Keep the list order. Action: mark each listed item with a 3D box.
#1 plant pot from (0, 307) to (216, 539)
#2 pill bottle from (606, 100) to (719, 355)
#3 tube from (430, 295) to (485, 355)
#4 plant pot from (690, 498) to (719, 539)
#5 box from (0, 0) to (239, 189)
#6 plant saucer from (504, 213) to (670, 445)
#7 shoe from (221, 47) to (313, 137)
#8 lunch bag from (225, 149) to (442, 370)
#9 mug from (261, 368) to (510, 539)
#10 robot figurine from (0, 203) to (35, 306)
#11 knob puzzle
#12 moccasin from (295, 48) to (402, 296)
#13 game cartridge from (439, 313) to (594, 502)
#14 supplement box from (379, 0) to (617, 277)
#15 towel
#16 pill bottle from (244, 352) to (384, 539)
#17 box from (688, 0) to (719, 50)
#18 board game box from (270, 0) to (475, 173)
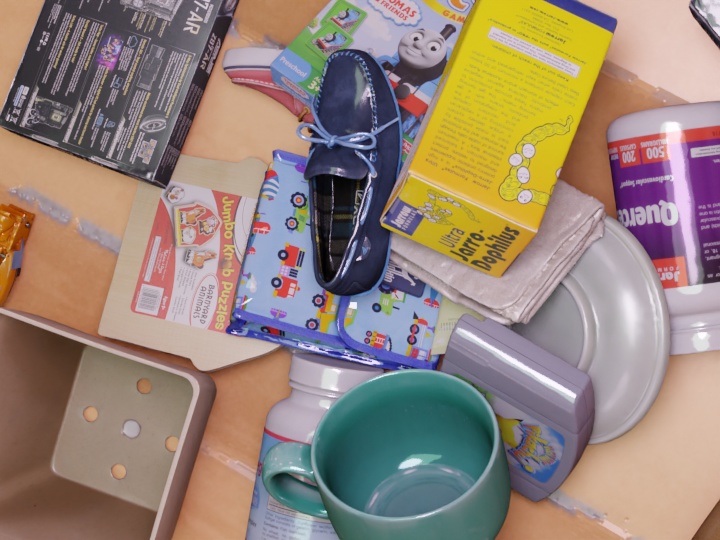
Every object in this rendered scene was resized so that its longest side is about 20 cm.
[{"bbox_3d":[-0.229,0.149,1.649,0.200,0.177,0.200,18,97,13],"label":"plant pot"},{"bbox_3d":[0.269,-0.034,1.550,0.112,0.112,0.200,-8,89,14],"label":"pill bottle"},{"bbox_3d":[0.104,-0.025,1.592,0.052,0.058,0.200,11,76,8],"label":"tube"},{"bbox_3d":[0.373,0.196,1.510,0.186,0.186,0.200,25,84,12],"label":"plant pot"},{"bbox_3d":[-0.214,-0.193,1.689,0.160,0.044,0.200,19,87,13],"label":"box"},{"bbox_3d":[0.165,0.047,1.559,0.200,0.050,0.200,7,100,48],"label":"plant saucer"},{"bbox_3d":[-0.030,-0.136,1.644,0.200,0.071,0.091,11,89,9],"label":"shoe"},{"bbox_3d":[0.000,0.000,1.626,0.200,0.094,0.151,14,78,-5],"label":"lunch bag"},{"bbox_3d":[0.033,0.167,1.536,0.185,0.114,0.152,25,59,33],"label":"mug"},{"bbox_3d":[-0.386,0.019,1.747,0.145,0.058,0.200,25,97,13],"label":"robot figurine"},{"bbox_3d":[-0.114,-0.004,1.685,0.220,0.030,0.220,-1,77,5],"label":"knob puzzle"},{"bbox_3d":[-0.007,-0.079,1.512,0.080,0.068,0.200,-5,90,31],"label":"moccasin"},{"bbox_3d":[0.124,0.120,1.560,0.133,0.200,0.040,27,61,10],"label":"game cartridge"},{"bbox_3d":[0.108,-0.116,1.478,0.109,0.109,0.200,24,68,-3],"label":"supplement box"},{"bbox_3d":[0.091,-0.044,1.548,0.200,0.034,0.133,34,74,30],"label":"towel"},{"bbox_3d":[-0.036,0.177,1.637,0.109,0.109,0.200,11,94,14],"label":"pill bottle"},{"bbox_3d":[0.402,-0.193,1.505,0.200,0.124,0.197,-38,81,12],"label":"box"},{"bbox_3d":[0.046,-0.195,1.594,0.151,0.037,0.200,37,74,18],"label":"board game box"}]
